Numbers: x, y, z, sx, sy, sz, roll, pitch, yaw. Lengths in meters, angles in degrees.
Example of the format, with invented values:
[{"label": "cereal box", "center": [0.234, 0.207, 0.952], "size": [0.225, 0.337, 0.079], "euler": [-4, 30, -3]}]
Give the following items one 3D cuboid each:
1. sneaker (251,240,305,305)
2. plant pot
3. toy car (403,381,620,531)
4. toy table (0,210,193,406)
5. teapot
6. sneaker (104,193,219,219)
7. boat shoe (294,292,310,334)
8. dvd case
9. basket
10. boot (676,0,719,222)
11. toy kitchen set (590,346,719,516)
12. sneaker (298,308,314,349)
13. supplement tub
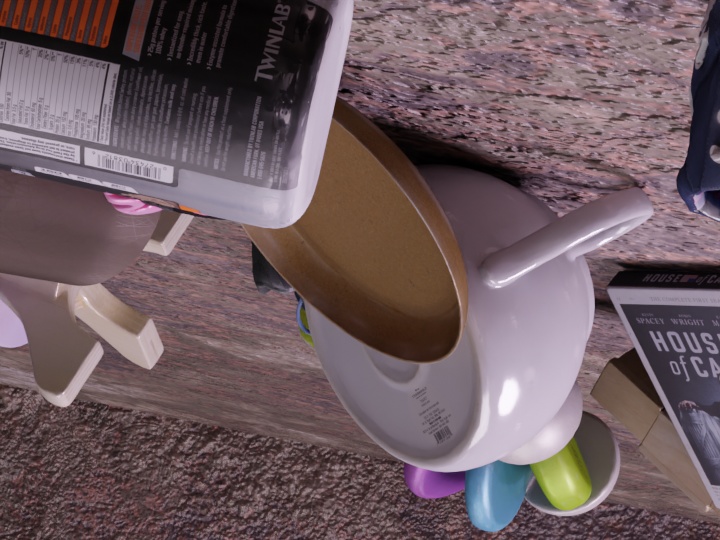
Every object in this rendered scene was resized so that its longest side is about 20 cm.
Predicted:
[{"label": "sneaker", "center": [0.000, 0.000, 1.564], "size": [0.200, 0.085, 0.074], "euler": [19, 170, -34]}, {"label": "plant pot", "center": [-0.010, -0.034, 1.268], "size": [0.200, 0.027, 0.200], "euler": [38, 153, 23]}, {"label": "toy car", "center": [0.091, 0.107, 1.705], "size": [0.150, 0.200, 0.175], "euler": [-32, 149, 4]}, {"label": "toy table", "center": [-0.207, -0.001, 1.622], "size": [0.117, 0.184, 0.200], "euler": [23, 167, 19]}, {"label": "teapot", "center": [0.072, 0.015, 1.380], "size": [0.146, 0.198, 0.200], "euler": [-23, -143, -33]}, {"label": "sneaker", "center": [-0.117, -0.075, 1.222], "size": [0.095, 0.079, 0.200], "euler": [22, 174, 29]}, {"label": "boat shoe", "center": [-0.018, 0.019, 1.704], "size": [0.068, 0.084, 0.200], "euler": [1, 168, 2]}, {"label": "dvd case", "center": [0.264, 0.086, 1.552], "size": [0.150, 0.025, 0.200], "euler": [1, 128, 50]}, {"label": "basket", "center": [-0.214, -0.063, 1.301], "size": [0.180, 0.136, 0.200], "euler": [30, -173, 36]}, {"label": "boot", "center": [0.163, -0.074, 0.858], "size": [0.072, 0.091, 0.200], "euler": [12, 171, 4]}, {"label": "toy kitchen set", "center": [0.317, 0.073, 1.681], "size": [0.200, 0.181, 0.163], "euler": [43, -136, 20]}, {"label": "sneaker", "center": [0.028, 0.053, 1.870], "size": [0.105, 0.076, 0.200], "euler": [4, -164, -25]}, {"label": "supplement tub", "center": [-0.110, -0.096, 1.009], "size": [0.199, 0.123, 0.123], "euler": [13, 171, 3]}]
